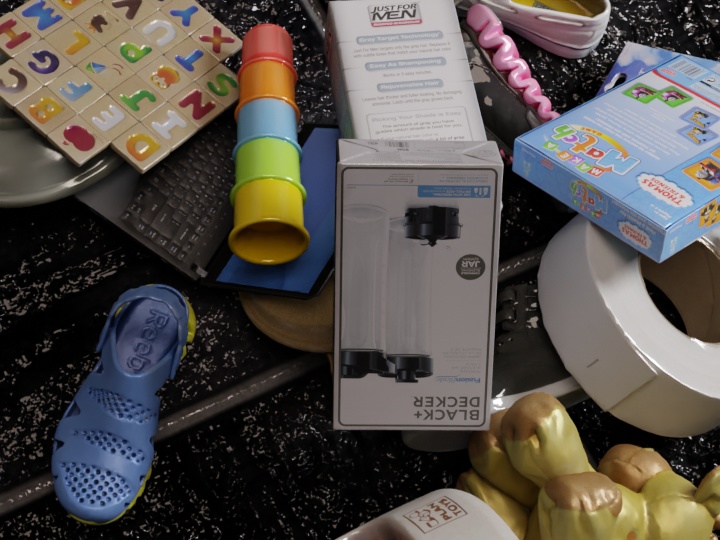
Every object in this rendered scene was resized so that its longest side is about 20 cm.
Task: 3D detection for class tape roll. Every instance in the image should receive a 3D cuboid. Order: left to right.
[{"bbox_3d":[0.239,0.028,1.188,0.202,0.071,0.202,17,53,-24],"label":"tape roll"}]

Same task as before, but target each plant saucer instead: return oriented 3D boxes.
[{"bbox_3d":[-0.259,-0.141,1.191,0.200,0.050,0.200,-5,54,7],"label":"plant saucer"}]

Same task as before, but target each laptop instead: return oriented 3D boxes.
[{"bbox_3d":[-0.092,-0.086,1.180,0.200,0.103,0.177,36,61,-9],"label":"laptop"}]

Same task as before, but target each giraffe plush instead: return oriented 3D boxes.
[{"bbox_3d":[0.185,0.183,1.110,0.162,0.173,0.200,-11,73,-25],"label":"giraffe plush"}]

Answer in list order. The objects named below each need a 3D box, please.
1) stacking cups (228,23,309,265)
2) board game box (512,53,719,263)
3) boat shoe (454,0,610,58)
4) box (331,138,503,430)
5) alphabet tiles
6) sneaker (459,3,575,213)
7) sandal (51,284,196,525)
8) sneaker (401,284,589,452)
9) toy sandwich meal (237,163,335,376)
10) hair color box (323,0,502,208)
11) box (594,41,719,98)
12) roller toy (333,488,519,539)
[{"bbox_3d":[-0.070,-0.104,1.149,0.060,0.061,0.200,2,59,-8],"label":"stacking cups"},{"bbox_3d":[0.241,-0.093,1.181,0.200,0.037,0.151,-27,48,-32],"label":"board game box"},{"bbox_3d":[0.124,-0.254,1.320,0.202,0.086,0.075,26,65,2],"label":"boat shoe"},{"bbox_3d":[0.038,0.012,1.066,0.117,0.060,0.200,2,111,-2],"label":"box"},{"bbox_3d":[-0.187,-0.161,1.174,0.166,0.006,0.200,41,51,6],"label":"alphabet tiles"},{"bbox_3d":[0.116,-0.123,1.280,0.095,0.079,0.200,-30,72,2],"label":"sneaker"},{"bbox_3d":[-0.176,0.088,1.121,0.079,0.087,0.200,15,67,-5],"label":"sandal"},{"bbox_3d":[0.105,0.072,1.187,0.200,0.071,0.099,-18,69,-23],"label":"sneaker"},{"bbox_3d":[0.000,0.000,1.195,0.205,0.070,0.205,-10,52,13],"label":"toy sandwich meal"},{"bbox_3d":[0.036,-0.113,1.157,0.099,0.061,0.200,-6,63,-9],"label":"hair color box"},{"bbox_3d":[0.296,-0.119,1.278,0.200,0.048,0.122,18,61,28],"label":"box"},{"bbox_3d":[0.056,0.248,1.032,0.140,0.200,0.182,-23,66,-19],"label":"roller toy"}]
